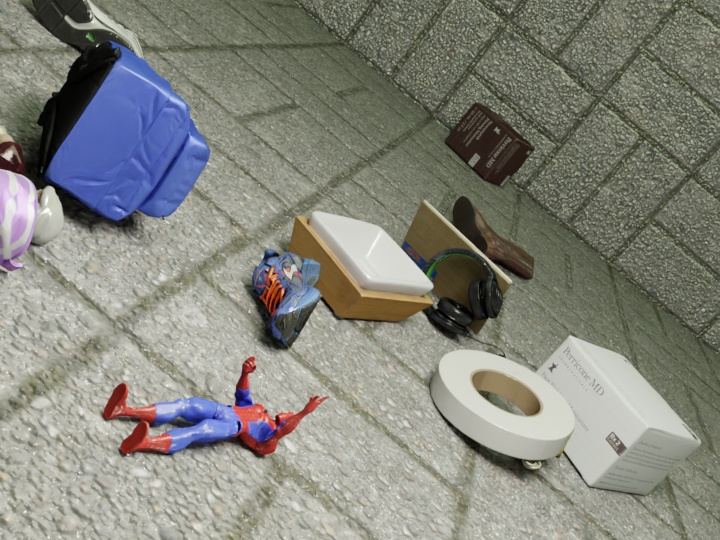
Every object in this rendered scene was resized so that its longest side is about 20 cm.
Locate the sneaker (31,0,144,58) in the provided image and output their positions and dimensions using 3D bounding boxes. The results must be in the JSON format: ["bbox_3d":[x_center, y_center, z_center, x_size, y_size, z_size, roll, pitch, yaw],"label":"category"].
[{"bbox_3d":[-0.416,-0.375,1.377,0.200,0.076,0.115,45,9,-9],"label":"sneaker"}]

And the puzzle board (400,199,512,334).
[{"bbox_3d":[0.153,-0.005,1.491,0.017,0.151,0.200,-33,70,-34],"label":"puzzle board"}]

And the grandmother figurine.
[{"bbox_3d":[-0.365,-0.099,0.840,0.200,0.061,0.122,39,46,-11],"label":"grandmother figurine"}]

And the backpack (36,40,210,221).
[{"bbox_3d":[-0.267,-0.150,0.990,0.168,0.163,0.200,38,3,-33],"label":"backpack"}]

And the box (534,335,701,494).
[{"bbox_3d":[0.391,0.230,1.407,0.199,0.131,0.199,21,26,-44],"label":"box"}]

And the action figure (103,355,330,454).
[{"bbox_3d":[-0.110,0.114,0.775,0.199,0.099,0.065,18,29,-53],"label":"action figure"}]

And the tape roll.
[{"bbox_3d":[0.191,0.177,1.207,0.201,0.037,0.203,18,22,-8],"label":"tape roll"}]

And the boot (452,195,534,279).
[{"bbox_3d":[0.312,-0.072,2.057,0.199,0.064,0.187,19,41,-40],"label":"boot"}]

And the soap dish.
[{"bbox_3d":[0.000,0.000,1.265,0.158,0.081,0.199,49,20,26],"label":"soap dish"}]

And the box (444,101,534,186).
[{"bbox_3d":[0.414,-0.403,2.861,0.200,0.166,0.164,47,19,25],"label":"box"}]

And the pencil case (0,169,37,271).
[{"bbox_3d":[-0.361,-0.060,0.715,0.199,0.083,0.086,14,66,-48],"label":"pencil case"}]

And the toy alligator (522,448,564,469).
[{"bbox_3d":[0.247,0.244,1.229,0.059,0.055,0.200,27,24,17],"label":"toy alligator"}]

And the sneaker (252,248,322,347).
[{"bbox_3d":[-0.095,0.028,1.058,0.078,0.076,0.200,26,13,-10],"label":"sneaker"}]

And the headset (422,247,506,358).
[{"bbox_3d":[0.176,0.061,1.422,0.201,0.123,0.094,64,19,13],"label":"headset"}]
